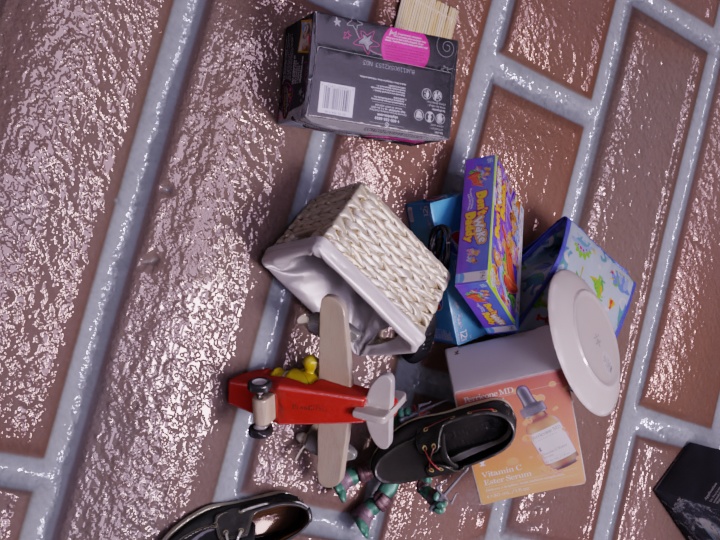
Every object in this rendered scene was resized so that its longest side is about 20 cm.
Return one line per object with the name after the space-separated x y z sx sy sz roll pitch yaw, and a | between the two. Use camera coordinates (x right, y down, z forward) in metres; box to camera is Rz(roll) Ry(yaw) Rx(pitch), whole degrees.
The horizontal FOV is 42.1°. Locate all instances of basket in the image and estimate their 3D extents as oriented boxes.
0.000 0.000 1.189 0.200 0.135 0.124 46 60 -23 | basket

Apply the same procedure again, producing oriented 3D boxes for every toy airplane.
-0.040 0.152 1.175 0.200 0.141 0.199 -42 101 14 | toy airplane

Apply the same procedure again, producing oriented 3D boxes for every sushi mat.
0.077 -0.285 1.290 0.095 0.012 0.201 16 85 -28 | sushi mat

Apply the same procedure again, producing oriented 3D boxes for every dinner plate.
0.306 0.093 1.244 0.200 0.024 0.201 29 52 -45 | dinner plate

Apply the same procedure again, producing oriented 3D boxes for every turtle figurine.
0.063 0.264 1.262 0.199 0.101 0.150 -33 89 -7 | turtle figurine

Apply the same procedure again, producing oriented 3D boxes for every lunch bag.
0.296 0.047 1.366 0.170 0.127 0.200 38 84 -25 | lunch bag

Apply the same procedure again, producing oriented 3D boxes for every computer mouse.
0.094 0.034 1.265 0.034 0.059 0.201 1 114 -35 | computer mouse

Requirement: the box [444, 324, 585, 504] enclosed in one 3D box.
0.211 0.199 1.278 0.151 0.107 0.201 -14 119 6 | box

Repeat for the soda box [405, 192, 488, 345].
0.125 -0.003 1.302 0.067 0.064 0.201 -17 101 -28 | soda box

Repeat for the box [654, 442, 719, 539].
0.627 0.405 1.528 0.117 0.200 0.197 -45 112 -20 | box

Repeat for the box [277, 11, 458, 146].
0.008 -0.236 1.189 0.199 0.115 0.133 5 91 -23 | box

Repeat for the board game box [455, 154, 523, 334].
0.178 -0.034 1.267 0.135 0.044 0.201 50 40 -49 | board game box

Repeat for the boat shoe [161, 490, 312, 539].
-0.156 0.328 1.162 0.199 0.068 0.072 -14 101 -27 | boat shoe

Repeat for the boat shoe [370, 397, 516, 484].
0.102 0.220 1.181 0.200 0.063 0.074 -23 96 9 | boat shoe
